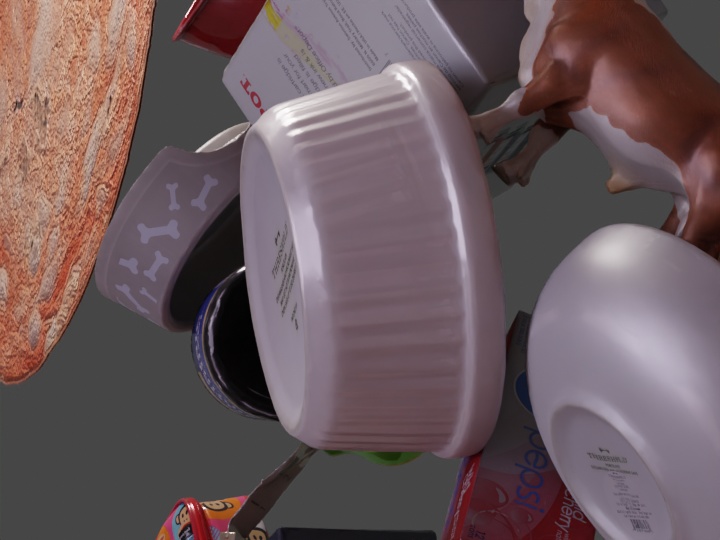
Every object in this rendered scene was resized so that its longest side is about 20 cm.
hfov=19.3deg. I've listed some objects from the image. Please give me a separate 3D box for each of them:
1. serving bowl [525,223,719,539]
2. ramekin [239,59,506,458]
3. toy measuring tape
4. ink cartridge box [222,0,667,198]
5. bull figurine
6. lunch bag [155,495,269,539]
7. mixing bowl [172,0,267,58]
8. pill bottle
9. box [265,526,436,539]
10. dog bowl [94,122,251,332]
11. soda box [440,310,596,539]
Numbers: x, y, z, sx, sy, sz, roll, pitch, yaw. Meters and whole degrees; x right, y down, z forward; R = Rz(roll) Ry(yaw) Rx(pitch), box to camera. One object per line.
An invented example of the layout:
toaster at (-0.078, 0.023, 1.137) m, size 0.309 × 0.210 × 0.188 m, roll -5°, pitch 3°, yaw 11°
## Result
serving bowl at (0.139, 0.081, 0.972) m, size 0.200 × 0.066 × 0.200 m, roll 46°, pitch 155°, yaw 28°
ramekin at (0.000, 0.000, 1.066) m, size 0.202 × 0.094 × 0.203 m, roll 172°, pitch 90°, yaw -78°
toy measuring tape at (-0.006, 0.118, 1.356) m, size 0.200 × 0.074 × 0.074 m, roll -50°, pitch 26°, yaw -4°
ink cartridge box at (0.042, -0.127, 1.209) m, size 0.145 × 0.145 × 0.200 m, roll 56°, pitch 144°, yaw 12°
bull figurine at (0.126, -0.077, 1.043) m, size 0.200 × 0.121 × 0.065 m, roll 44°, pitch 177°, yaw 22°
lunch bag at (-0.115, 0.289, 1.625) m, size 0.200 × 0.082 × 0.176 m, roll 116°, pitch 145°, yaw -42°
mixing bowl at (-0.025, -0.205, 1.381) m, size 0.200 × 0.108 × 0.200 m, roll -55°, pitch 10°, yaw 14°
pill bottle at (-0.060, 0.049, 1.472) m, size 0.200 × 0.112 × 0.112 m, roll 154°, pitch 120°, yaw -81°
box at (-0.029, 0.292, 1.373) m, size 0.200 × 0.117 × 0.197 m, roll 132°, pitch 137°, yaw -52°
dog bowl at (-0.101, -0.039, 1.538) m, size 0.059 × 0.200 × 0.200 m, roll 41°, pitch 132°, yaw 16°
soda box at (0.087, 0.109, 1.099) m, size 0.200 × 0.070 × 0.063 m, roll -70°, pitch 2°, yaw -55°
